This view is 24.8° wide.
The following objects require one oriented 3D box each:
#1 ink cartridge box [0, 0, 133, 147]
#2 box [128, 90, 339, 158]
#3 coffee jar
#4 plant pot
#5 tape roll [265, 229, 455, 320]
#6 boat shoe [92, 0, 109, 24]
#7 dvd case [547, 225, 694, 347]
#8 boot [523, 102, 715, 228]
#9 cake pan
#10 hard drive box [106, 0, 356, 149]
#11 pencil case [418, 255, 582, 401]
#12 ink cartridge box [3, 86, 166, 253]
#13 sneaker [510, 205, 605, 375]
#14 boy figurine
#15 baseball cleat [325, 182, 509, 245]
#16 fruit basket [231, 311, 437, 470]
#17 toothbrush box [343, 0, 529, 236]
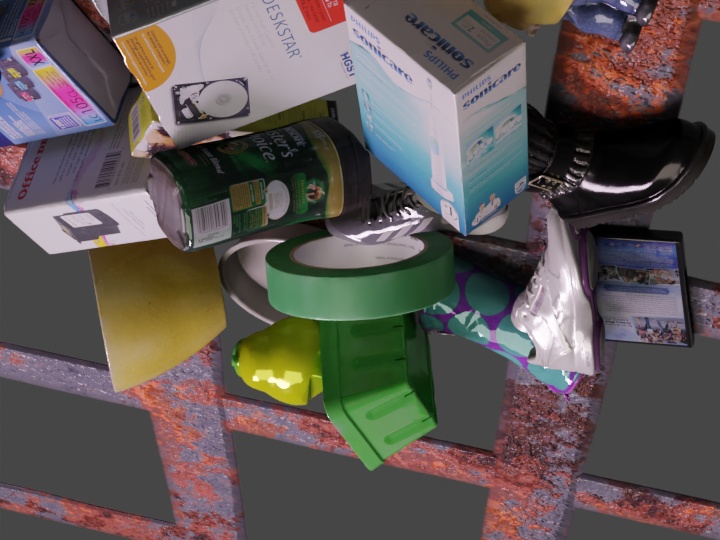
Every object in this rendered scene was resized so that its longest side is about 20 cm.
[{"bbox_3d":[-0.351,-0.201,1.672,0.198,0.077,0.137,-6,142,34],"label":"ink cartridge box"},{"bbox_3d":[-0.124,-0.140,1.616,0.198,0.051,0.075,3,155,-24],"label":"box"},{"bbox_3d":[-0.092,-0.084,1.542,0.198,0.104,0.086,-15,118,-23],"label":"coffee jar"},{"bbox_3d":[-0.232,0.028,1.890,0.140,0.202,0.201,-10,148,-7],"label":"plant pot"},{"bbox_3d":[0.000,0.000,1.714,0.198,0.200,0.049,2,106,22],"label":"tape roll"},{"bbox_3d":[-0.199,-0.239,1.556,0.071,0.070,0.201,35,172,30],"label":"boat shoe"},{"bbox_3d":[0.284,0.018,1.771,0.141,0.018,0.201,4,145,19],"label":"dvd case"},{"bbox_3d":[0.210,-0.116,1.538,0.157,0.080,0.210,34,145,-26],"label":"boot"},{"bbox_3d":[-0.066,0.010,1.900,0.198,0.037,0.201,12,148,8],"label":"cake pan"},{"bbox_3d":[-0.106,-0.215,1.463,0.198,0.077,0.156,-20,140,7],"label":"hard drive box"},{"bbox_3d":[0.162,0.061,1.807,0.199,0.085,0.093,26,106,0],"label":"pencil case"},{"bbox_3d":[-0.255,-0.107,1.704,0.198,0.147,0.083,-7,144,33],"label":"ink cartridge box"},{"bbox_3d":[0.199,0.023,1.700,0.099,0.075,0.202,2,120,19],"label":"sneaker"},{"bbox_3d":[0.149,-0.245,1.384,0.198,0.065,0.125,18,149,-1],"label":"boy figurine"},{"bbox_3d":[0.051,-0.074,1.683,0.198,0.070,0.107,-5,157,14],"label":"baseball cleat"},{"bbox_3d":[-0.030,0.106,1.800,0.214,0.217,0.156,-2,144,28],"label":"fruit basket"},{"bbox_3d":[0.070,-0.152,1.441,0.146,0.085,0.201,43,161,30],"label":"toothbrush box"}]
